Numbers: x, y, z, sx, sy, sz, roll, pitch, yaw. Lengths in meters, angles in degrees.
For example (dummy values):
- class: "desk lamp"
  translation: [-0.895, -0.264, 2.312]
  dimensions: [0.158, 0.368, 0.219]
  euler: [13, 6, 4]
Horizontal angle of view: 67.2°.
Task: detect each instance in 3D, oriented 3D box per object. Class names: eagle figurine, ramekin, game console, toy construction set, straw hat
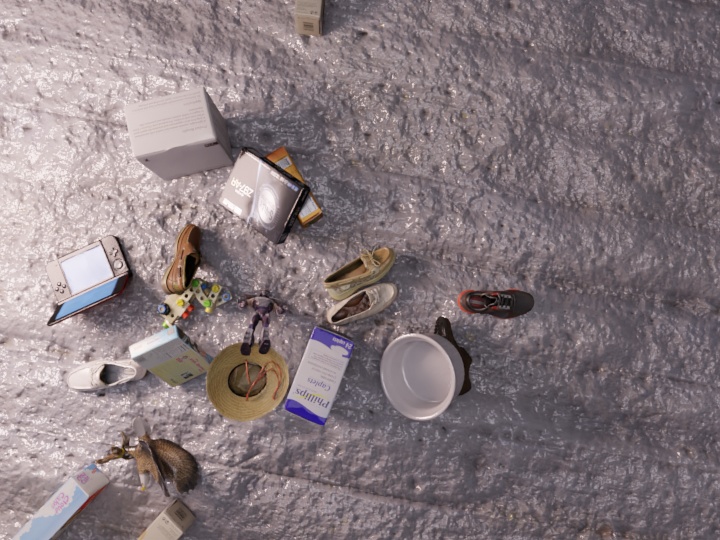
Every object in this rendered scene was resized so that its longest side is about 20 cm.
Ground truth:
- class: "eagle figurine"
  translation: [-0.495, 0.460, 1.300]
  dimensions: [0.196, 0.152, 0.153]
  euler: [8, 122, 16]
- class: "ramekin"
  translation: [0.154, 0.247, 1.308]
  dimensions: [0.197, 0.097, 0.205]
  euler: [2, 94, 32]
- class: "game console"
  translation: [-0.685, 0.020, 1.338]
  dimensions: [0.197, 0.119, 0.175]
  euler: [-24, 87, -3]
- class: "toy construction set"
  translation: [-0.429, 0.099, 1.356]
  dimensions: [0.131, 0.092, 0.201]
  euler: [38, 75, 2]
- class: "straw hat"
  translation: [-0.280, 0.269, 1.343]
  dimensions: [0.197, 0.085, 0.205]
  euler: [1, 87, -14]

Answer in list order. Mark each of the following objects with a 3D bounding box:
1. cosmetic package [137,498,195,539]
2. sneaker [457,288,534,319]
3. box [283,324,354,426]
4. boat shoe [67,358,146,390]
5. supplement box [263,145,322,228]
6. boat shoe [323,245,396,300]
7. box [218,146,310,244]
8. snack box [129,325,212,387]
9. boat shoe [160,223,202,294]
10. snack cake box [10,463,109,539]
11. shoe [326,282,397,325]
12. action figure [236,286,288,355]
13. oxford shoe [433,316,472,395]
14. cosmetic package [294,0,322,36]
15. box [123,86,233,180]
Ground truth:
- class: "cosmetic package"
  translation: [-0.499, 0.658, 1.293]
  dimensions: [0.071, 0.105, 0.200]
  euler: [43, 85, 4]
- class: "sneaker"
  translation: [0.349, 0.085, 1.368]
  dimensions: [0.196, 0.082, 0.079]
  euler: [-2, 86, -1]
- class: "box"
  translation: [-0.096, 0.242, 1.298]
  dimensions: [0.103, 0.184, 0.203]
  euler: [21, 85, -1]
- class: "boat shoe"
  translation: [-0.639, 0.257, 1.345]
  dimensions: [0.196, 0.069, 0.072]
  euler: [-12, 87, -1]
- class: "supplement box"
  translation: [-0.171, -0.212, 1.391]
  dimensions: [0.068, 0.067, 0.202]
  euler: [-28, 87, -5]
- class: "boat shoe"
  translation: [0.000, 0.000, 1.366]
  dimensions: [0.199, 0.063, 0.073]
  euler: [-36, 44, -3]
- class: "box"
  translation: [-0.242, -0.187, 1.354]
  dimensions: [0.199, 0.043, 0.162]
  euler: [35, 109, 12]
- class: "snack box"
  translation: [-0.443, 0.209, 1.292]
  dimensions: [0.115, 0.201, 0.037]
  euler: [-25, 58, -3]
- class: "boat shoe"
  translation: [-0.422, -0.030, 1.339]
  dimensions: [0.067, 0.072, 0.203]
  euler: [-7, 57, 23]
- class: "snack cake box"
  translation: [-0.714, 0.573, 1.297]
  dimensions: [0.067, 0.115, 0.200]
  euler: [43, 86, 3]
- class: "shoe"
  translation: [0.007, 0.088, 1.377]
  dimensions: [0.197, 0.053, 0.071]
  euler: [-26, 86, -3]
- class: "action figure"
  translation: [-0.242, 0.112, 1.328]
  dimensions: [0.127, 0.070, 0.202]
  euler: [3, 44, -4]
- class: "oxford shoe"
  translation: [0.235, 0.212, 1.371]
  dimensions: [0.083, 0.073, 0.204]
  euler: [-11, 89, -17]
- class: "cosmetic package"
  translation: [-0.125, -0.734, 1.414]
  dimensions: [0.070, 0.105, 0.204]
  euler: [6, 87, -2]
- class: "box"
  translation: [-0.436, -0.328, 1.329]
  dimensions: [0.195, 0.200, 0.133]
  euler: [-14, 84, -2]
